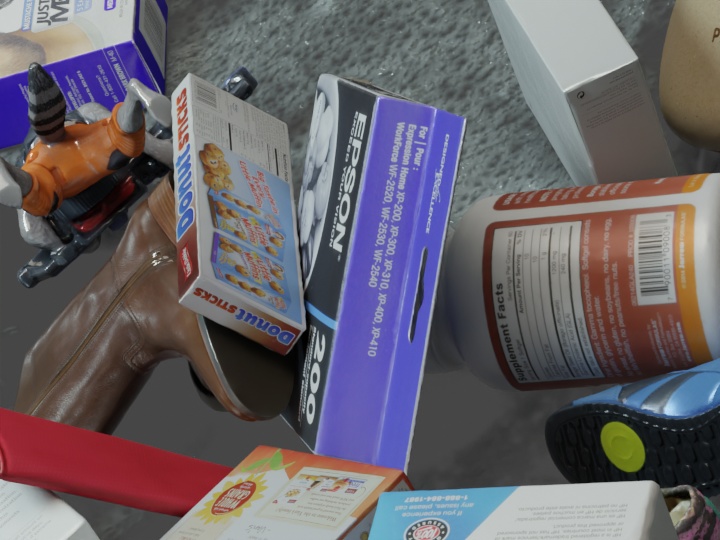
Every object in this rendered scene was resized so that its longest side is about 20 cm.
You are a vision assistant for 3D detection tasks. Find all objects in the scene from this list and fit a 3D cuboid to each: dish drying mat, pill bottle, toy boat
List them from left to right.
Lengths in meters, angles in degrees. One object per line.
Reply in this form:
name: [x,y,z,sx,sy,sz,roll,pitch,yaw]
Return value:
dish drying mat: [-0.123,0.113,1.566,0.077,0.199,0.018,40,109,53]
pill bottle: [0.119,0.009,1.599,0.199,0.112,0.113,-5,43,23]
toy boat: [0.266,-0.122,1.674,0.200,0.130,0.131,15,92,61]

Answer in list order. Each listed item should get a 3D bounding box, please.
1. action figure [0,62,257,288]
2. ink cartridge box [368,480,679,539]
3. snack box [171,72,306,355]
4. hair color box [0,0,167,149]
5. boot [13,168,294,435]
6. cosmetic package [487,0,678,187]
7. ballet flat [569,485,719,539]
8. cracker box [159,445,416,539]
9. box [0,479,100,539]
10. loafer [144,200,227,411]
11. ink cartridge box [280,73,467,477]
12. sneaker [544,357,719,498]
action figure: [-0.163,-0.089,1.814,0.200,0.105,0.193,-43,2,-10]
ink cartridge box: [0.074,0.224,1.358,0.146,0.146,0.201,-4,44,22]
snack box: [-0.071,-0.035,1.630,0.024,0.072,0.200,-49,27,27]
hair color box: [-0.236,-0.144,1.985,0.199,0.065,0.110,-16,41,12]
boot: [-0.128,0.070,1.651,0.200,0.064,0.187,-48,42,29]
cosmetic package: [0.129,-0.111,1.697,0.051,0.151,0.200,-23,40,-2]
ballet flat: [0.092,0.145,1.495,0.199,0.071,0.069,-13,35,14]
cracker box: [-0.069,0.179,1.478,0.200,0.058,0.134,-42,26,-26]
box: [-0.213,0.163,1.585,0.097,0.125,0.200,-41,42,-15]
loafer: [-0.098,0.003,1.752,0.072,0.063,0.200,-25,40,-2]
ink cartridge box: [0.000,0.000,1.565,0.043,0.199,0.200,8,6,-15]
sneaker: [0.187,0.079,1.514,0.199,0.066,0.078,-13,15,46]
